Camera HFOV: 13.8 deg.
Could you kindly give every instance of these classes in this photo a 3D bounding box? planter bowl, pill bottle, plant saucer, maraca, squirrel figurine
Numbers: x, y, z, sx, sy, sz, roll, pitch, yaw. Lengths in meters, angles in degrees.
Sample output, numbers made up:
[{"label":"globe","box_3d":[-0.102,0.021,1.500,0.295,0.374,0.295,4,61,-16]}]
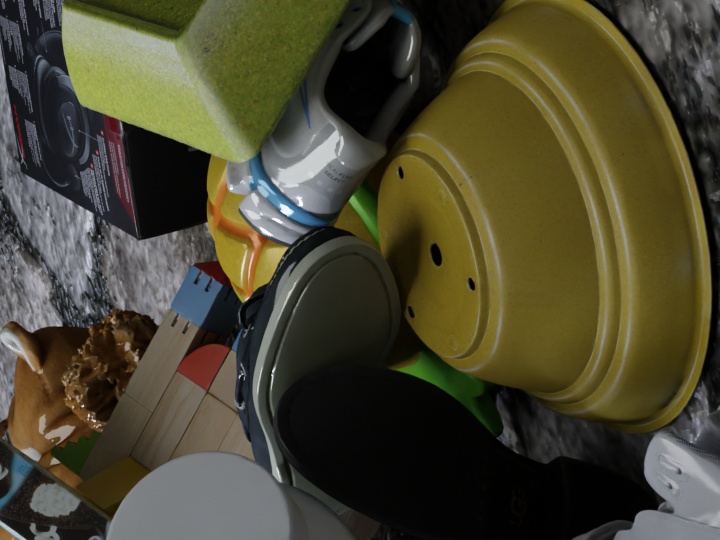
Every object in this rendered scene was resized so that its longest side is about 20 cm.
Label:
[{"label":"planter bowl","box_3d":[0.063,-0.016,1.288,0.200,0.083,0.201,45,143,49]},{"label":"pill bottle","box_3d":[-0.040,0.160,1.293,0.111,0.111,0.200,56,176,34]},{"label":"plant saucer","box_3d":[-0.057,-0.158,1.351,0.200,0.048,0.200,-59,29,-5]},{"label":"maraca","box_3d":[0.000,0.000,1.415,0.200,0.107,0.137,54,165,-4]},{"label":"squirrel figurine","box_3d":[-0.132,0.098,1.671,0.200,0.141,0.187,-50,48,43]}]

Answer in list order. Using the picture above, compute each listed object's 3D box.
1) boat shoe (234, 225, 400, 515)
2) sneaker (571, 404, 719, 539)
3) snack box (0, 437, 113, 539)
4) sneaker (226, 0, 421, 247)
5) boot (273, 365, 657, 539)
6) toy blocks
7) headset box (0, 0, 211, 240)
[{"label":"boat shoe","box_3d":[-0.026,0.036,1.340,0.066,0.074,0.200,54,164,31]},{"label":"sneaker","box_3d":[0.120,0.109,1.208,0.199,0.075,0.116,6,106,36]},{"label":"snack box","box_3d":[-0.130,0.146,1.516,0.200,0.037,0.116,34,174,19]},{"label":"sneaker","box_3d":[0.001,-0.107,1.333,0.087,0.075,0.201,-37,36,44]},{"label":"boot","box_3d":[0.025,0.124,1.358,0.174,0.199,0.069,-42,28,58]},{"label":"toy blocks","box_3d":[-0.050,0.084,1.505,0.200,0.100,0.137,32,95,39]},{"label":"headset box","box_3d":[-0.133,-0.111,1.661,0.200,0.077,0.150,25,127,58]}]
